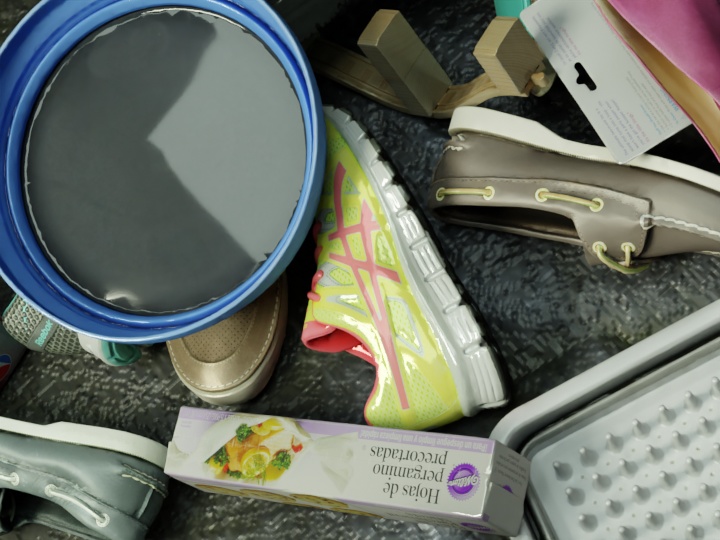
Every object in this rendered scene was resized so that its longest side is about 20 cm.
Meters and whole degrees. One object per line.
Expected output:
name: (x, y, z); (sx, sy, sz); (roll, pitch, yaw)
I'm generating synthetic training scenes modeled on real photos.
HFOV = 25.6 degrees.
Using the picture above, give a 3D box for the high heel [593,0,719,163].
high heel: (0.158, -0.056, 0.721); (0.095, 0.067, 0.202); (-4, 77, -1)

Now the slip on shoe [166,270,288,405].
slip on shoe: (-0.078, -0.027, 0.887); (0.075, 0.061, 0.202); (-1, 69, 19)

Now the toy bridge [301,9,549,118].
toy bridge: (0.027, -0.113, 0.873); (0.199, 0.067, 0.027); (15, 65, 46)

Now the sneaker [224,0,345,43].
sneaker: (-0.007, -0.205, 0.858); (0.200, 0.091, 0.076); (-39, 31, 2)

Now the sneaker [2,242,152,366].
sneaker: (-0.165, -0.043, 0.920); (0.090, 0.078, 0.202); (-5, 66, 22)

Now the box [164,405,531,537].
box: (-0.011, 0.099, 0.801); (0.199, 0.041, 0.039); (3, 71, 34)

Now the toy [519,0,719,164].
toy: (0.196, -0.135, 0.806); (0.199, 0.047, 0.116); (-32, 54, 7)

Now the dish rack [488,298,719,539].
dish rack: (0.174, 0.110, 0.754); (0.199, 0.044, 0.173); (-28, 64, 7)

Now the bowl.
bowl: (-0.111, -0.061, 0.838); (0.199, 0.039, 0.203); (-2, 83, 15)

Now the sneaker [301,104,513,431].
sneaker: (0.000, 0.000, 0.839); (0.090, 0.078, 0.201); (-30, 63, 6)

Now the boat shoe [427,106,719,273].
boat shoe: (0.125, -0.031, 0.813); (0.199, 0.072, 0.060); (19, 83, 29)

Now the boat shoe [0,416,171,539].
boat shoe: (-0.200, 0.116, 0.869); (0.198, 0.073, 0.062); (4, 67, 15)

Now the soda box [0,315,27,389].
soda box: (-0.296, 0.018, 0.947); (0.199, 0.063, 0.070); (28, 80, 27)

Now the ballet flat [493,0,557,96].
ballet flat: (0.100, -0.192, 0.890); (0.062, 0.068, 0.202); (-7, 67, -10)
